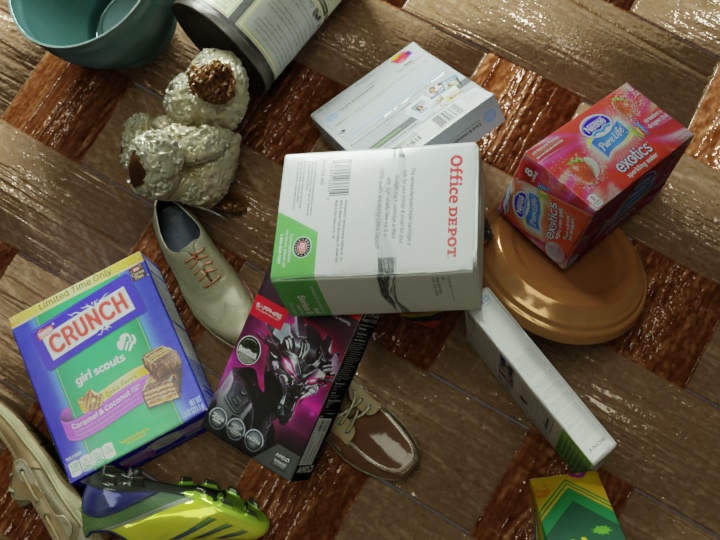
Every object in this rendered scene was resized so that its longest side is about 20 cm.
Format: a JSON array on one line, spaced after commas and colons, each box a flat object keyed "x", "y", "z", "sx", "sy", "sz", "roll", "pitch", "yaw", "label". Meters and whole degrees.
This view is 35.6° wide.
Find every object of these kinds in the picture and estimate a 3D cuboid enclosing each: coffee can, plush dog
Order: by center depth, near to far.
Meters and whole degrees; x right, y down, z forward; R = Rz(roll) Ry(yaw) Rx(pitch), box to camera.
[{"x": -0.177, "y": -0.165, "z": 1.266, "sx": 0.158, "sy": 0.200, "sz": 0.174, "roll": 17, "pitch": 101, "yaw": -19, "label": "plush dog"}, {"x": -0.103, "y": -0.332, "z": 1.317, "sx": 0.146, "sy": 0.147, "sz": 0.201, "roll": 36, "pitch": 79, "yaw": 15, "label": "coffee can"}]

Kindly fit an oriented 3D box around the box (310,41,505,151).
[{"x": 0.047, "y": -0.171, "z": 1.250, "sx": 0.155, "sy": 0.041, "sz": 0.200, "roll": -36, "pitch": 37, "yaw": -5, "label": "box"}]

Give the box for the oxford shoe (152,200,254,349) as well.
[{"x": -0.180, "y": 0.003, "z": 1.258, "sx": 0.070, "sy": 0.074, "sz": 0.201, "roll": -37, "pitch": 73, "yaw": -6, "label": "oxford shoe"}]

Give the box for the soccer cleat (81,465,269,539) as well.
[{"x": -0.195, "y": 0.262, "z": 1.175, "sx": 0.197, "sy": 0.065, "sz": 0.085, "roll": 13, "pitch": 93, "yaw": -12, "label": "soccer cleat"}]

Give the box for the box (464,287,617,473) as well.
[{"x": 0.180, "y": 0.120, "z": 1.147, "sx": 0.036, "sy": 0.145, "sz": 0.201, "roll": -36, "pitch": 73, "yaw": -5, "label": "box"}]

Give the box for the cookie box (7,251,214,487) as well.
[{"x": -0.270, "y": 0.109, "z": 1.234, "sx": 0.169, "sy": 0.075, "sz": 0.202, "roll": -27, "pitch": 71, "yaw": -2, "label": "cookie box"}]

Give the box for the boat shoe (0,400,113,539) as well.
[{"x": -0.349, "y": 0.228, "z": 1.208, "sx": 0.064, "sy": 0.071, "sz": 0.200, "roll": -40, "pitch": 74, "yaw": -8, "label": "boat shoe"}]

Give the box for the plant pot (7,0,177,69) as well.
[{"x": -0.298, "y": -0.322, "z": 1.332, "sx": 0.197, "sy": 0.134, "sz": 0.204, "roll": -6, "pitch": 69, "yaw": 17, "label": "plant pot"}]

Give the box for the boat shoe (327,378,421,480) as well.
[{"x": -0.020, "y": 0.150, "z": 1.197, "sx": 0.199, "sy": 0.072, "sz": 0.076, "roll": 36, "pitch": 80, "yaw": 15, "label": "boat shoe"}]

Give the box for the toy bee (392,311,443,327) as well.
[{"x": 0.000, "y": 0.000, "z": 1.211, "sx": 0.196, "sy": 0.110, "sz": 0.132, "roll": -3, "pitch": 36, "yaw": -15, "label": "toy bee"}]

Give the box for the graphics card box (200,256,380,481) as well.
[{"x": -0.071, "y": 0.099, "z": 1.158, "sx": 0.124, "sy": 0.051, "sz": 0.203, "roll": 26, "pitch": 96, "yaw": 24, "label": "graphics card box"}]

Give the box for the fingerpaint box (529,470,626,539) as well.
[{"x": 0.206, "y": 0.315, "z": 1.032, "sx": 0.072, "sy": 0.167, "sz": 0.204, "roll": -7, "pitch": 104, "yaw": 4, "label": "fingerpaint box"}]

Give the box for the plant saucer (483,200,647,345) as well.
[{"x": 0.216, "y": -0.012, "z": 1.194, "sx": 0.196, "sy": 0.038, "sz": 0.203, "roll": 8, "pitch": 50, "yaw": -9, "label": "plant saucer"}]

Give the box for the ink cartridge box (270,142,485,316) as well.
[{"x": 0.022, "y": -0.038, "z": 1.093, "sx": 0.196, "sy": 0.084, "sz": 0.148, "roll": -2, "pitch": 60, "yaw": 13, "label": "ink cartridge box"}]

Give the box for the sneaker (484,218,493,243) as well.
[{"x": 0.074, "y": -0.075, "z": 1.226, "sx": 0.093, "sy": 0.070, "sz": 0.201, "roll": -35, "pitch": 36, "yaw": 12, "label": "sneaker"}]

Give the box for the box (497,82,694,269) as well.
[{"x": 0.251, "y": -0.104, "z": 1.192, "sx": 0.100, "sy": 0.096, "sz": 0.199, "roll": 42, "pitch": 52, "yaw": 19, "label": "box"}]
